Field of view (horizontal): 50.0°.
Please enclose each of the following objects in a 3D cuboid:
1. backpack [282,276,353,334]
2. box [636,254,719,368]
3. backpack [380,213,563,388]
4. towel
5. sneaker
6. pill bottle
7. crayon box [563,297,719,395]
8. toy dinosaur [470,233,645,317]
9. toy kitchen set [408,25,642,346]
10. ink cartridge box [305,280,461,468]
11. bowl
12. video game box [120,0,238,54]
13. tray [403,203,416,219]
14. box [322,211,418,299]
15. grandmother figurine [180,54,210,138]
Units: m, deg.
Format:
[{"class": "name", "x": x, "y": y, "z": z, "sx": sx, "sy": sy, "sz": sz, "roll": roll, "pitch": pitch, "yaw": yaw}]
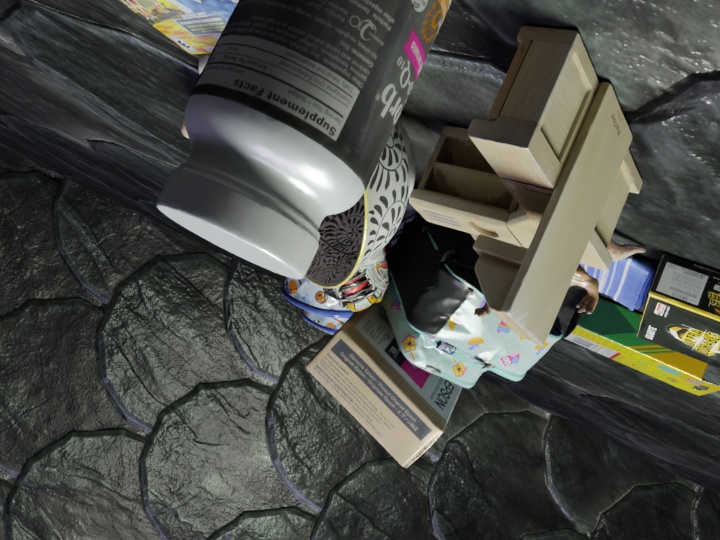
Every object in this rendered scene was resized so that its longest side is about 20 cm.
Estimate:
[{"class": "backpack", "x": -0.029, "y": 0.015, "z": 1.211, "sx": 0.189, "sy": 0.156, "sz": 0.199, "roll": 0, "pitch": -169, "yaw": -43}, {"class": "box", "x": 0.375, "y": 0.058, "z": 0.797, "sx": 0.158, "sy": 0.050, "sz": 0.200, "roll": 20, "pitch": 170, "yaw": 20}, {"class": "backpack", "x": 0.129, "y": 0.045, "z": 0.906, "sx": 0.198, "sy": 0.154, "sz": 0.176, "roll": 21, "pitch": -157, "yaw": -24}, {"class": "towel", "x": 0.227, "y": -0.014, "z": 0.867, "sx": 0.198, "sy": 0.024, "sz": 0.145, "roll": 23, "pitch": 170, "yaw": 19}, {"class": "sneaker", "x": 0.000, "y": 0.000, "z": 0.837, "sx": 0.077, "sy": 0.083, "sz": 0.200, "roll": -11, "pitch": 173, "yaw": 10}, {"class": "pill bottle", "x": -0.033, "y": -0.105, "z": 0.455, "sx": 0.115, "sy": 0.202, "sz": 0.116, "roll": 24, "pitch": 173, "yaw": 3}, {"class": "crayon box", "x": 0.381, "y": 0.102, "z": 1.032, "sx": 0.198, "sy": 0.051, "sz": 0.127, "roll": 24, "pitch": 172, "yaw": 11}, {"class": "toy dinosaur", "x": 0.170, "y": -0.034, "z": 0.751, "sx": 0.198, "sy": 0.137, "sz": 0.086, "roll": -1, "pitch": -156, "yaw": 23}, {"class": "toy kitchen set", "x": 0.081, "y": -0.054, "z": 0.568, "sx": 0.179, "sy": 0.165, "sz": 0.200, "roll": 19, "pitch": 169, "yaw": 36}, {"class": "ink cartridge box", "x": 0.043, "y": 0.116, "z": 0.945, "sx": 0.165, "sy": 0.075, "sz": 0.200, "roll": 43, "pitch": -156, "yaw": 1}, {"class": "bowl", "x": -0.012, "y": -0.093, "z": 0.702, "sx": 0.093, "sy": 0.203, "sz": 0.200, "roll": -15, "pitch": -165, "yaw": -30}, {"class": "video game box", "x": -0.134, "y": -0.226, "z": 0.552, "sx": 0.199, "sy": 0.047, "sz": 0.182, "roll": 16, "pitch": 165, "yaw": 48}, {"class": "tray", "x": 0.017, "y": -0.069, "z": 1.019, "sx": 0.106, "sy": 0.022, "sz": 0.200, "roll": -12, "pitch": 172, "yaw": -4}, {"class": "box", "x": 0.084, "y": 0.015, "z": 1.066, "sx": 0.199, "sy": 0.050, "sz": 0.198, "roll": 30, "pitch": 140, "yaw": -33}, {"class": "grandmother figurine", "x": -0.106, "y": -0.157, "z": 0.666, "sx": 0.061, "sy": 0.121, "sz": 0.200, "roll": 58, "pitch": 180, "yaw": -28}]
